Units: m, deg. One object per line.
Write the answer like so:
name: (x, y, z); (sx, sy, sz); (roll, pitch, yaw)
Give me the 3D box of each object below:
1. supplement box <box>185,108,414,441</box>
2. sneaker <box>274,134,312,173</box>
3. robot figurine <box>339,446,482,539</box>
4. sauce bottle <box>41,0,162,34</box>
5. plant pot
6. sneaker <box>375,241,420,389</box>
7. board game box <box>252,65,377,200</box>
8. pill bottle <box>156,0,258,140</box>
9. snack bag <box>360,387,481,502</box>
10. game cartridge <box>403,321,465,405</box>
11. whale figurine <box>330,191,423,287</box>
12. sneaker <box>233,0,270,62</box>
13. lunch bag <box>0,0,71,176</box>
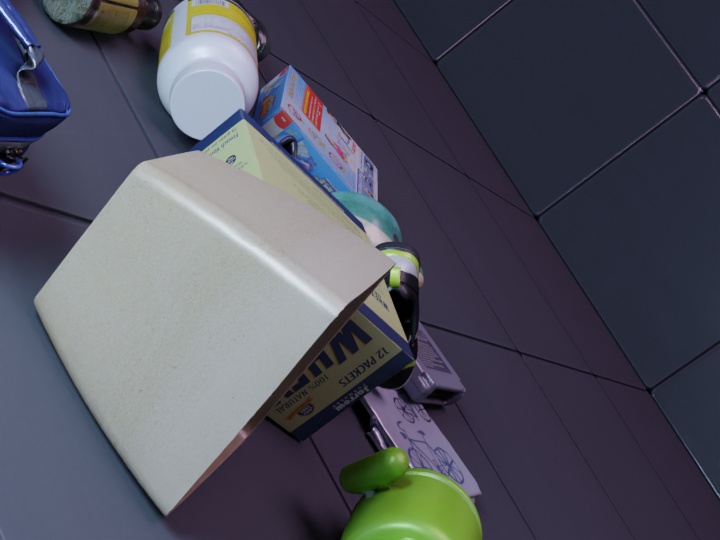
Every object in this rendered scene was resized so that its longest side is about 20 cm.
supplement box: (-0.080, 0.005, 1.214); (0.200, 0.134, 0.201); (41, 19, -39)
sneaker: (-0.090, -0.087, 1.501); (0.066, 0.078, 0.201); (45, 19, -33)
robot figurine: (0.040, 0.235, 1.106); (0.176, 0.115, 0.200); (55, 14, -4)
sauce bottle: (-0.266, -0.281, 1.420); (0.065, 0.064, 0.200); (55, 14, 6)
plant pot: (-0.115, 0.022, 0.990); (0.177, 0.200, 0.200); (43, 15, 3)
sneaker: (0.024, 0.062, 1.345); (0.083, 0.071, 0.202); (-88, 178, -47)
board game box: (-0.057, -0.157, 1.787); (0.196, 0.056, 0.200); (49, 16, -17)
pill bottle: (-0.169, -0.222, 1.489); (0.112, 0.112, 0.201); (45, 17, -26)
snack bag: (0.047, 0.170, 1.453); (0.201, 0.021, 0.188); (55, 14, 16)
game cartridge: (0.058, 0.095, 1.585); (0.134, 0.041, 0.200); (51, 8, 17)
whale figurine: (0.000, 0.000, 1.431); (0.201, 0.157, 0.104); (60, 37, -38)
sneaker: (-0.203, -0.367, 1.812); (0.201, 0.060, 0.104); (55, 13, 24)
lunch bag: (-0.291, -0.143, 0.909); (0.201, 0.132, 0.136); (54, 15, 4)
